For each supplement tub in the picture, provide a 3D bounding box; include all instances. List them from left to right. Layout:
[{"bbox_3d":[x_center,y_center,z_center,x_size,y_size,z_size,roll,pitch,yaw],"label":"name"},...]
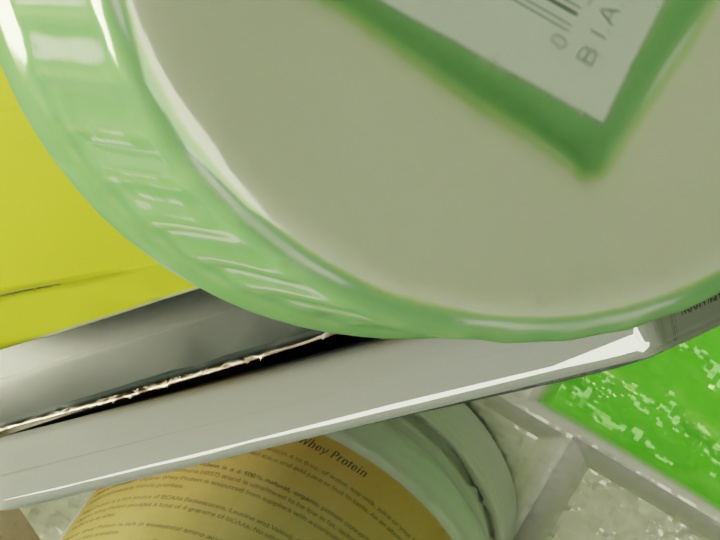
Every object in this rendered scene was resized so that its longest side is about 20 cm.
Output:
[{"bbox_3d":[-0.040,0.129,0.966,0.144,0.200,0.145,16,135,17],"label":"supplement tub"}]

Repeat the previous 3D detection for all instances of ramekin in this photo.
[{"bbox_3d":[0.024,-0.079,0.595,0.200,0.200,0.098,49,173,-15],"label":"ramekin"}]

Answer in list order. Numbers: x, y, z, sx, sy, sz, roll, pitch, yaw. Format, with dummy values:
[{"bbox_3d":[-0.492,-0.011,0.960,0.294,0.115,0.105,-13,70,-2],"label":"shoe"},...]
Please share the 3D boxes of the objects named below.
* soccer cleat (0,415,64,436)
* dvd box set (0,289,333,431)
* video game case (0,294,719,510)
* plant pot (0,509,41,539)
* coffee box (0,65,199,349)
[{"bbox_3d":[-0.093,0.007,0.986,0.077,0.070,0.200,24,139,-31],"label":"soccer cleat"},{"bbox_3d":[0.000,0.000,0.837,0.146,0.200,0.030,-17,90,42],"label":"dvd box set"},{"bbox_3d":[0.021,0.023,0.831,0.199,0.182,0.023,-15,91,26],"label":"video game case"},{"bbox_3d":[-0.256,0.073,1.024,0.200,0.177,0.200,14,139,59],"label":"plant pot"},{"bbox_3d":[-0.074,-0.107,0.757,0.200,0.198,0.200,-16,105,41],"label":"coffee box"}]
